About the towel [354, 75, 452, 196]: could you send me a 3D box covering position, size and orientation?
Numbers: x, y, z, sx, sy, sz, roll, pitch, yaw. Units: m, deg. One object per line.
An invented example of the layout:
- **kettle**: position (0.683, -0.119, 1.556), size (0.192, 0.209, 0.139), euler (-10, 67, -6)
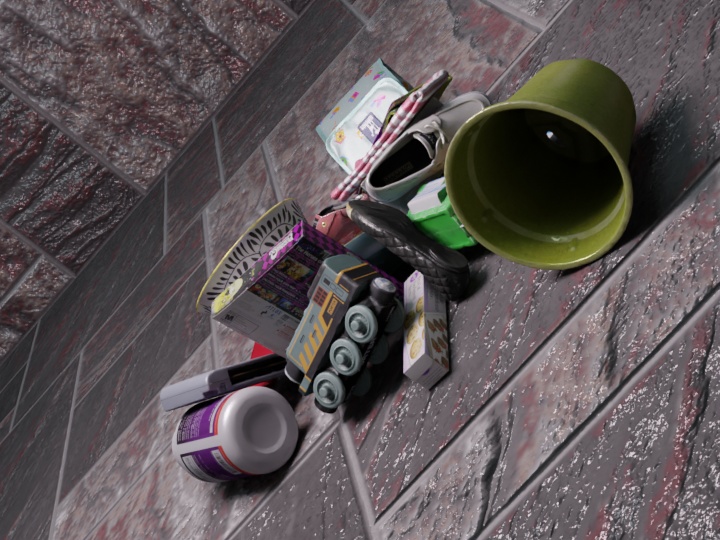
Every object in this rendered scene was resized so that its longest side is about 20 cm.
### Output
- **towel**: position (0.062, -0.198, 1.852), size (0.144, 0.023, 0.200), euler (-35, -21, -40)

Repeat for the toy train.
- **toy train**: position (-0.025, 0.077, 1.504), size (0.085, 0.114, 0.200), euler (-18, -39, -51)

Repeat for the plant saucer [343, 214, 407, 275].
- **plant saucer**: position (0.000, 0.000, 1.655), size (0.200, 0.027, 0.200), euler (-34, -16, -11)

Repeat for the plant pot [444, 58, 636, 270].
- **plant pot**: position (0.216, -0.134, 1.342), size (0.200, 0.200, 0.184), euler (-33, 14, 41)

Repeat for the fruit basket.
- **fruit basket**: position (0.148, -0.115, 1.571), size (0.200, 0.094, 0.185), euler (-54, 18, -23)

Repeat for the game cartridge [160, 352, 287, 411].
- **game cartridge**: position (-0.171, 0.148, 1.707), size (0.200, 0.042, 0.133), euler (-13, -2, -45)

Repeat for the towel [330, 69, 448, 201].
- **towel**: position (0.039, -0.186, 1.679), size (0.200, 0.030, 0.146), euler (-50, 1, 26)

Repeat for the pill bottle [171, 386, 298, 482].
- **pill bottle**: position (-0.175, 0.222, 1.649), size (0.200, 0.112, 0.113), euler (-22, 34, 54)

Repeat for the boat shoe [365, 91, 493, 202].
- **boat shoe**: position (0.088, -0.163, 1.596), size (0.200, 0.072, 0.066), euler (-33, -7, 3)

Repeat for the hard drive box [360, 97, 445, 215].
- **hard drive box**: position (0.078, -0.150, 1.731), size (0.156, 0.077, 0.200), euler (-50, 0, 1)

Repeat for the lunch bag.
- **lunch bag**: position (0.029, -0.232, 2.015), size (0.170, 0.122, 0.200), euler (-46, 26, 12)

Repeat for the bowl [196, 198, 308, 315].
- **bowl**: position (-0.118, 0.009, 1.657), size (0.201, 0.094, 0.201), euler (-48, -9, -10)

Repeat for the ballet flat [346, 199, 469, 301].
- **ballet flat**: position (0.051, -0.030, 1.526), size (0.066, 0.200, 0.057), euler (-19, -45, -42)

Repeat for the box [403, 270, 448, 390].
- **box**: position (0.077, 0.064, 1.479), size (0.041, 0.039, 0.200), euler (-45, 20, 25)

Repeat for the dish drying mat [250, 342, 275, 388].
- **dish drying mat**: position (-0.146, 0.128, 1.900), size (0.077, 0.018, 0.200), euler (-39, 22, 28)

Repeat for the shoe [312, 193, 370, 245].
- **shoe**: position (-0.060, -0.033, 1.772), size (0.200, 0.091, 0.071), euler (-26, 15, -10)

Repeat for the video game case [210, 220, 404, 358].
- **video game case**: position (-0.058, 0.044, 1.579), size (0.181, 0.200, 0.036), euler (-41, 35, 28)
